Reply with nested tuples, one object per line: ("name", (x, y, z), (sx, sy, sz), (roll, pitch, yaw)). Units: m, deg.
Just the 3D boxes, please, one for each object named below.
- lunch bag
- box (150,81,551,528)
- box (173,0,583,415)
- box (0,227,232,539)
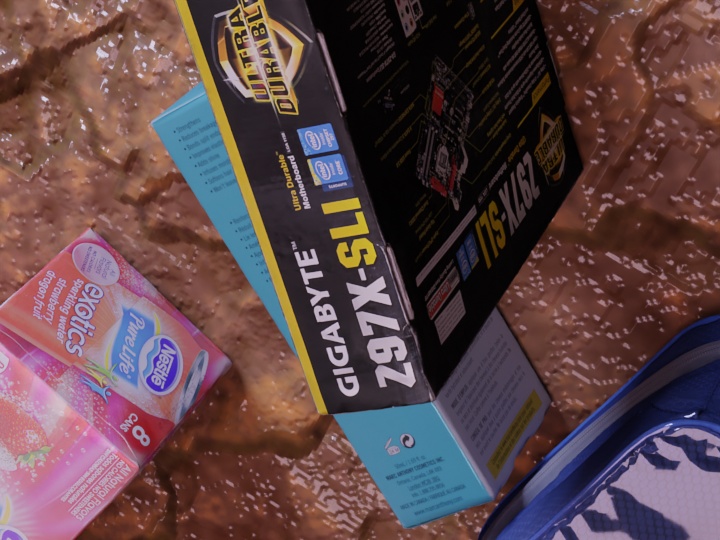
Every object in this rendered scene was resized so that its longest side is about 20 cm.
("lunch bag", (0.125, 0.127, 0.804), (0.136, 0.132, 0.200), (45, 116, -1))
("box", (0.000, 0.000, 0.824), (0.049, 0.082, 0.200), (-24, 104, 32))
("box", (0.015, -0.067, 0.712), (0.049, 0.200, 0.160), (-7, 113, 25))
("box", (-0.165, 0.089, 0.933), (0.095, 0.103, 0.200), (43, 124, -2))
